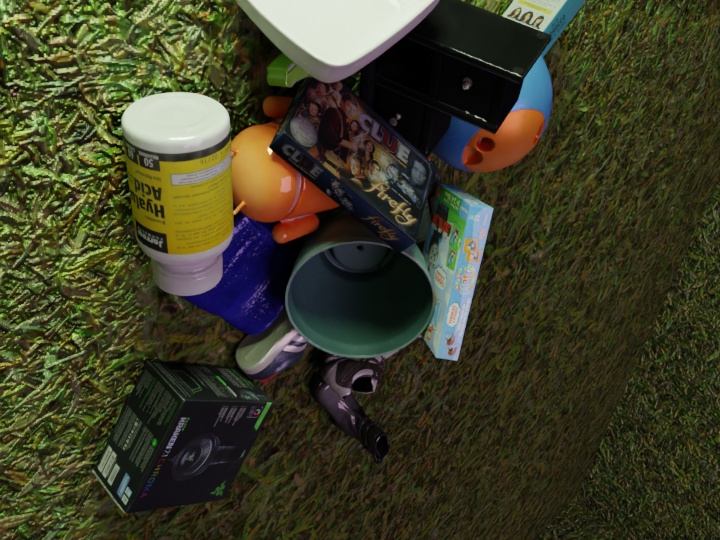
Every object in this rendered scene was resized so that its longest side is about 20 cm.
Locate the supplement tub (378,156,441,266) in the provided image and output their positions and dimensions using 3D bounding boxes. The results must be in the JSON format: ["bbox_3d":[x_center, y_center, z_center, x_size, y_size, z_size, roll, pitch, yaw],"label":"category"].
[{"bbox_3d":[0.067,-0.086,1.106,0.122,0.122,0.203,-34,131,-29],"label":"supplement tub"}]

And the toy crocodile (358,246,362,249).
[{"bbox_3d":[-0.001,0.039,1.188,0.202,0.066,0.063,75,20,-51],"label":"toy crocodile"}]

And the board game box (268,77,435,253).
[{"bbox_3d":[-0.002,-0.133,0.871,0.199,0.034,0.137,37,47,-22],"label":"board game box"}]

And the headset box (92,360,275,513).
[{"bbox_3d":[-0.235,0.228,1.025,0.199,0.092,0.176,18,104,-57],"label":"headset box"}]

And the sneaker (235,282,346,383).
[{"bbox_3d":[-0.095,0.089,1.110,0.199,0.075,0.085,-39,143,-8],"label":"sneaker"}]

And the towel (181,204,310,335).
[{"bbox_3d":[-0.150,0.002,0.982,0.149,0.049,0.200,-55,147,-4],"label":"towel"}]

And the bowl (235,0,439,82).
[{"bbox_3d":[-0.031,-0.297,0.770,0.199,0.200,0.075,-41,171,-20],"label":"bowl"}]

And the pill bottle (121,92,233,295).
[{"bbox_3d":[-0.192,-0.077,0.800,0.110,0.111,0.203,-28,137,-36],"label":"pill bottle"}]

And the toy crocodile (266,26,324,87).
[{"bbox_3d":[-0.035,-0.274,0.850,0.201,0.067,0.062,-54,135,-25],"label":"toy crocodile"}]

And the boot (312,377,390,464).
[{"bbox_3d":[-0.006,0.259,1.313,0.070,0.131,0.201,-45,146,-13],"label":"boot"}]

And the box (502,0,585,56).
[{"bbox_3d":[0.270,-0.388,1.165,0.201,0.082,0.049,-52,148,-5],"label":"box"}]

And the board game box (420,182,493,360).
[{"bbox_3d":[0.117,-0.003,0.997,0.036,0.151,0.204,7,105,-13],"label":"board game box"}]

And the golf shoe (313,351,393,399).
[{"bbox_3d":[0.010,0.167,1.278,0.198,0.095,0.078,-15,154,-43],"label":"golf shoe"}]

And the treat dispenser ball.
[{"bbox_3d":[0.173,-0.243,1.053,0.199,0.200,0.204,-32,141,-31],"label":"treat dispenser ball"}]

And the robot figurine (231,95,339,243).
[{"bbox_3d":[-0.084,-0.125,0.900,0.198,0.117,0.145,-18,148,-45],"label":"robot figurine"}]

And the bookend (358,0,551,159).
[{"bbox_3d":[0.102,-0.213,0.898,0.093,0.196,0.202,-52,161,-34],"label":"bookend"}]

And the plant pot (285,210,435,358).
[{"bbox_3d":[0.000,0.000,1.012,0.195,0.136,0.203,0,130,0],"label":"plant pot"}]
